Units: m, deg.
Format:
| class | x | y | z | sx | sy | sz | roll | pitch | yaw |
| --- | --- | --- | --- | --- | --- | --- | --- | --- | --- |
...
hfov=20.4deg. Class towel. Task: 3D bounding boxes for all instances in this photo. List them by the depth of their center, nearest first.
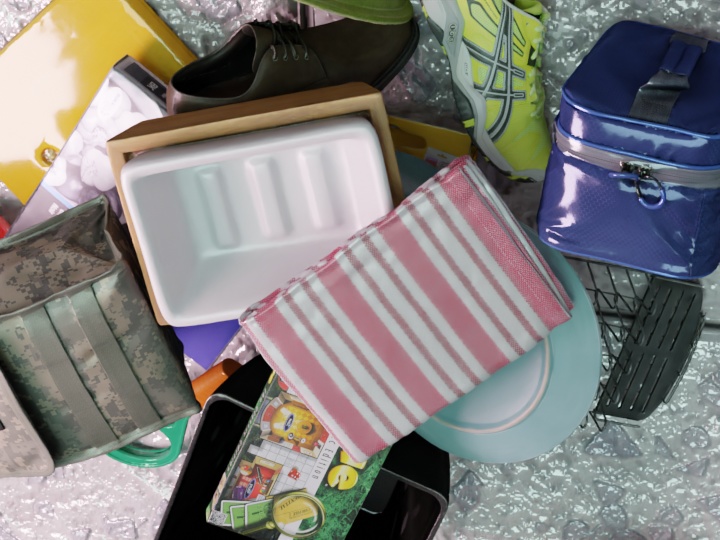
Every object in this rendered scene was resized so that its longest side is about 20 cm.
| class | x | y | z | sx | sy | sz | roll | pitch | yaw |
| --- | --- | --- | --- | --- | --- | --- | --- | --- | --- |
| towel | 0.034 | 0.030 | 1.403 | 0.199 | 0.030 | 0.147 | -35 | 110 | 7 |

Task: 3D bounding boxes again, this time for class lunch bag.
| class | x | y | z | sx | sy | sz | roll | pitch | yaw |
| --- | --- | --- | --- | --- | --- | --- | --- | --- | --- |
| lunch bag | 0.205 | -0.093 | 1.393 | 0.135 | 0.200 | 0.133 | 14 | 118 | 14 |
| lunch bag | -0.245 | 0.063 | 1.509 | 0.199 | 0.118 | 0.165 | -23 | 126 | 0 |

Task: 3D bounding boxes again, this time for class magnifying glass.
| class | x | y | z | sx | sy | sz | roll | pitch | yaw |
| --- | --- | --- | --- | --- | --- | --- | --- | --- | --- |
| magnifying glass | -0.159 | 0.118 | 1.677 | 0.079 | 0.023 | 0.200 | 32 | 142 | -22 |

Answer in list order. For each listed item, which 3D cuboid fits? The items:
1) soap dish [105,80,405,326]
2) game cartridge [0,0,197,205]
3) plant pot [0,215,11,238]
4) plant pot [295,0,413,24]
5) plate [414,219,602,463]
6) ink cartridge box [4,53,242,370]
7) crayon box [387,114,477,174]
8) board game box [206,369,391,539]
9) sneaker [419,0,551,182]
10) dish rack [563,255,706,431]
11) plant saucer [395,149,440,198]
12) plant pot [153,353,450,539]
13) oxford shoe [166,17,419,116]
| class | x | y | z | sx | sy | sz | roll | pitch | yaw |
| --- | --- | --- | --- | --- | --- | --- | --- | --- | --- |
| soap dish | -0.066 | -0.050 | 1.431 | 0.198 | 0.081 | 0.158 | -9 | 123 | 7 |
| game cartridge | -0.212 | -0.123 | 1.592 | 0.200 | 0.032 | 0.176 | -37 | 103 | 26 |
| plant pot | -0.369 | 0.062 | 1.650 | 0.199 | 0.201 | 0.178 | 9 | 129 | 10 |
| plant pot | -0.018 | -0.298 | 1.367 | 0.199 | 0.200 | 0.191 | 25 | 109 | 1 |
| plate | 0.082 | 0.052 | 1.472 | 0.199 | 0.026 | 0.202 | 10 | 113 | 25 |
| ink cartridge box | -0.156 | -0.035 | 1.569 | 0.200 | 0.043 | 0.198 | 37 | 123 | -1 |
| crayon box | 0.018 | -0.041 | 1.559 | 0.125 | 0.052 | 0.201 | 14 | 121 | 8 |
| board game box | -0.028 | 0.117 | 1.462 | 0.104 | 0.024 | 0.201 | 19 | 113 | -15 |
| sneaker | 0.105 | -0.155 | 1.460 | 0.076 | 0.076 | 0.201 | -15 | 114 | 23 |
| dish rack | 0.167 | 0.059 | 1.539 | 0.199 | 0.055 | 0.154 | 10 | 120 | -16 |
| plant saucer | 0.000 | 0.000 | 1.525 | 0.198 | 0.027 | 0.201 | 1 | 121 | 1 |
| plant pot | -0.036 | 0.173 | 1.614 | 0.198 | 0.178 | 0.201 | 24 | 118 | 2 |
| oxford shoe | -0.048 | -0.150 | 1.463 | 0.199 | 0.073 | 0.085 | -26 | 142 | -9 |
